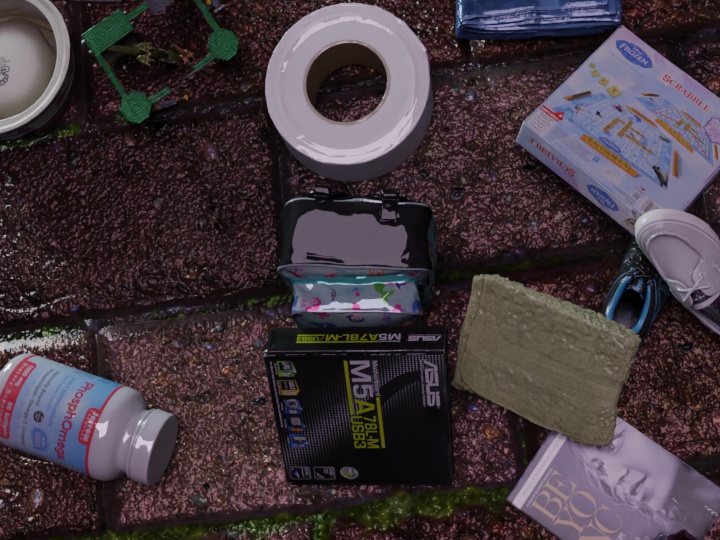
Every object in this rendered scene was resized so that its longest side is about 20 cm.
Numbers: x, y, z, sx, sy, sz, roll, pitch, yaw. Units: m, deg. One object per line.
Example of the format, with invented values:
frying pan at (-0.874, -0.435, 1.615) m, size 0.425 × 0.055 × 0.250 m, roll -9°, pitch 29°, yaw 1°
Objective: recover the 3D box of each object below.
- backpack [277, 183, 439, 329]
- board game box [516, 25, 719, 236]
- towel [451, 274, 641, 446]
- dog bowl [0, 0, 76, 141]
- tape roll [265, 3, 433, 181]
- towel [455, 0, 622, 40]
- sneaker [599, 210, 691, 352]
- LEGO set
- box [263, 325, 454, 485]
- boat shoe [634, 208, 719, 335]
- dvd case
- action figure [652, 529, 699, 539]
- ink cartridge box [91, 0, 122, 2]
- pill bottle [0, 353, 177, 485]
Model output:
backpack at (0.000, 0.000, 1.288) m, size 0.175 × 0.200 × 0.153 m, roll 1°, pitch 81°, yaw 3°
board game box at (0.313, -0.155, 1.329) m, size 0.200 × 0.041 × 0.199 m, roll 41°, pitch 65°, yaw 14°
towel at (0.198, 0.095, 1.283) m, size 0.198 × 0.036 × 0.150 m, roll 21°, pitch 112°, yaw 24°
dog bowl at (-0.444, -0.253, 1.466) m, size 0.197 × 0.074 × 0.203 m, roll -1°, pitch 77°, yaw 6°
tape roll at (-0.011, -0.213, 1.402) m, size 0.199 × 0.071 × 0.206 m, roll -2°, pitch 77°, yaw 7°
towel at (0.210, -0.333, 1.403) m, size 0.197 × 0.049 × 0.113 m, roll -2°, pitch 65°, yaw 8°
sneaker at (0.321, 0.009, 1.303) m, size 0.072 × 0.082 × 0.202 m, roll 22°, pitch 80°, yaw 13°
LEGO set at (-0.249, -0.280, 1.447) m, size 0.200 × 0.116 × 0.154 m, roll -43°, pitch 105°, yaw 0°
box at (0.004, 0.149, 1.265) m, size 0.190 × 0.202 × 0.048 m, roll 1°, pitch 37°, yaw 9°
boat shoe at (0.361, 0.012, 1.250) m, size 0.071 × 0.200 × 0.069 m, roll -25°, pitch 39°, yaw 28°
dvd case at (0.281, 0.249, 1.288) m, size 0.199 × 0.016 × 0.150 m, roll 35°, pitch 84°, yaw 13°
action figure at (0.385, 0.352, 1.202) m, size 0.199 × 0.135 × 0.149 m, roll 32°, pitch 122°, yaw -21°
ink cartridge box at (-0.362, -0.455, 1.494) m, size 0.142 × 0.084 × 0.203 m, roll 4°, pitch 78°, yaw 8°
pill bottle at (-0.314, 0.173, 1.334) m, size 0.197 × 0.109 × 0.110 m, roll 17°, pitch 80°, yaw 11°
